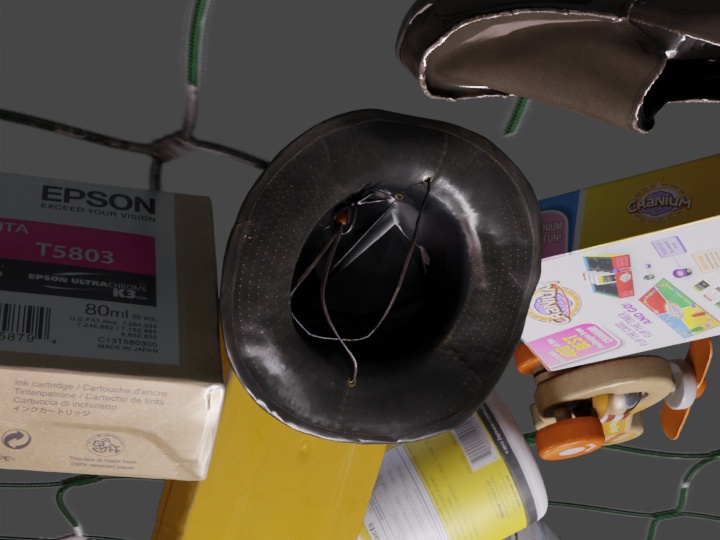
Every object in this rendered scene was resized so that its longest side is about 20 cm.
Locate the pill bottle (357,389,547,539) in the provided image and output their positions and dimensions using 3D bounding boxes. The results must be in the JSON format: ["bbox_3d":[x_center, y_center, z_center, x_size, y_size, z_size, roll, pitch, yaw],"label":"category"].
[{"bbox_3d":[0.024,0.168,1.057,0.199,0.112,0.112,-26,152,-6],"label":"pill bottle"}]

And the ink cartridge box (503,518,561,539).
[{"bbox_3d":[0.104,0.275,1.354,0.147,0.086,0.200,-11,149,18],"label":"ink cartridge box"}]

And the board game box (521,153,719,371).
[{"bbox_3d":[0.180,-0.004,0.890,0.199,0.041,0.153,-14,149,22],"label":"board game box"}]

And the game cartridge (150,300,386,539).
[{"bbox_3d":[-0.045,0.105,0.898,0.032,0.201,0.176,17,179,36],"label":"game cartridge"}]

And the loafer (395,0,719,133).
[{"bbox_3d":[0.114,-0.101,0.673,0.198,0.072,0.073,-5,152,6],"label":"loafer"}]

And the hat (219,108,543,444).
[{"bbox_3d":[0.000,0.000,0.818,0.200,0.202,0.081,18,-177,-32],"label":"hat"}]

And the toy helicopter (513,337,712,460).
[{"bbox_3d":[0.188,0.093,1.059,0.131,0.079,0.200,-15,161,7],"label":"toy helicopter"}]

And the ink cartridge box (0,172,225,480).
[{"bbox_3d":[-0.176,0.024,0.783,0.198,0.165,0.075,5,128,-14],"label":"ink cartridge box"}]
